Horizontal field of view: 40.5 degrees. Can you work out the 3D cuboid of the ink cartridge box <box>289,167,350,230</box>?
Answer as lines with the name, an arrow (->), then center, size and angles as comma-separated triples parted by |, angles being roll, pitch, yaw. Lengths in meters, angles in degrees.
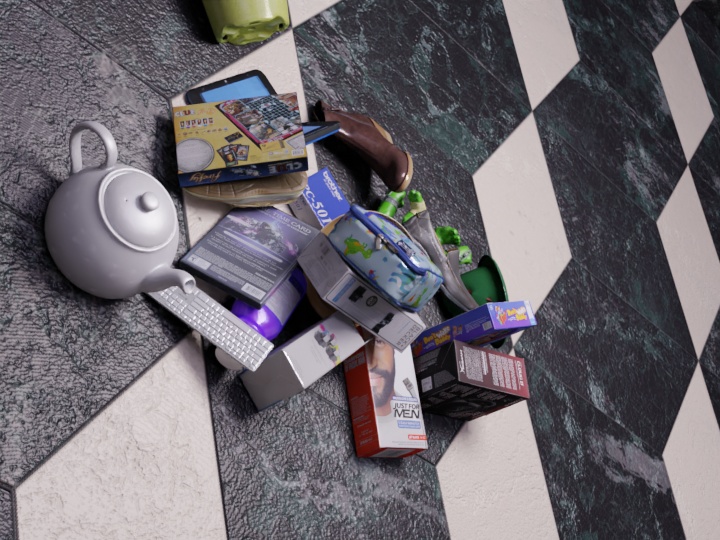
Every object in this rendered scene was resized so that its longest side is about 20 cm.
ink cartridge box -> -0.044, -0.069, 1.669 | 0.094, 0.044, 0.202 | -35, 94, -50

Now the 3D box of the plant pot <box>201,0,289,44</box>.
plant pot -> -0.202, -0.492, 1.655 | 0.199, 0.198, 0.188 | -14, 89, -47

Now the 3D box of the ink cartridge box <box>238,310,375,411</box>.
ink cartridge box -> -0.076, 0.125, 1.479 | 0.199, 0.114, 0.069 | -32, 92, -49

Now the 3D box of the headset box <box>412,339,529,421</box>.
headset box -> 0.181, 0.194, 1.673 | 0.198, 0.148, 0.079 | 15, 58, -38

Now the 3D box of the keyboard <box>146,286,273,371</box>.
keyboard -> -0.217, 0.067, 1.392 | 0.199, 0.011, 0.056 | 36, 57, 3

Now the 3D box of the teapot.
teapot -> -0.321, -0.071, 1.319 | 0.198, 0.145, 0.200 | 25, 52, -32

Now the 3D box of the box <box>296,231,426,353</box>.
box -> 0.003, 0.036, 1.505 | 0.199, 0.060, 0.117 | 36, 11, -41

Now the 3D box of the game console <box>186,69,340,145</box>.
game console -> -0.157, -0.263, 1.616 | 0.199, 0.168, 0.120 | -33, 119, -48

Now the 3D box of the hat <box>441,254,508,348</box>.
hat -> 0.162, 0.057, 1.801 | 0.173, 0.167, 0.202 | -5, 44, -13

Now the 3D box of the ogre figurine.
ogre figurine -> 0.094, -0.056, 1.741 | 0.120, 0.098, 0.201 | -40, 88, -21

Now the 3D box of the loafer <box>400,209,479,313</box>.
loafer -> 0.142, -0.011, 1.657 | 0.201, 0.072, 0.073 | 50, 4, -10

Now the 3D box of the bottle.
bottle -> -0.152, 0.066, 1.472 | 0.083, 0.065, 0.201 | 43, 44, -12

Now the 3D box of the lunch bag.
lunch bag -> 0.040, -0.021, 1.483 | 0.161, 0.083, 0.200 | 43, 7, 19

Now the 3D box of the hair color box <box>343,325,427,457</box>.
hair color box -> 0.037, 0.198, 1.592 | 0.110, 0.064, 0.203 | 9, 61, -40

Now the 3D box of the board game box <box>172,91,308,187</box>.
board game box -> -0.186, -0.203, 1.502 | 0.196, 0.035, 0.137 | -8, 57, -6

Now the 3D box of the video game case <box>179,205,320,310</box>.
video game case -> -0.164, -0.033, 1.497 | 0.141, 0.019, 0.200 | 27, 42, 10

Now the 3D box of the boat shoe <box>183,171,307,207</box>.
boat shoe -> -0.183, -0.128, 1.526 | 0.196, 0.067, 0.075 | 2, 63, -12

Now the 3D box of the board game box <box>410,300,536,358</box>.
board game box -> 0.184, 0.108, 1.677 | 0.133, 0.198, 0.046 | -1, 70, -49

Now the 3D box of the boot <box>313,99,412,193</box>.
boot -> 0.000, -0.223, 1.749 | 0.164, 0.073, 0.201 | 20, 27, -29

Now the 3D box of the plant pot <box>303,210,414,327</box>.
plant pot -> 0.000, 0.000, 1.607 | 0.200, 0.200, 0.027 | 43, 0, -19
